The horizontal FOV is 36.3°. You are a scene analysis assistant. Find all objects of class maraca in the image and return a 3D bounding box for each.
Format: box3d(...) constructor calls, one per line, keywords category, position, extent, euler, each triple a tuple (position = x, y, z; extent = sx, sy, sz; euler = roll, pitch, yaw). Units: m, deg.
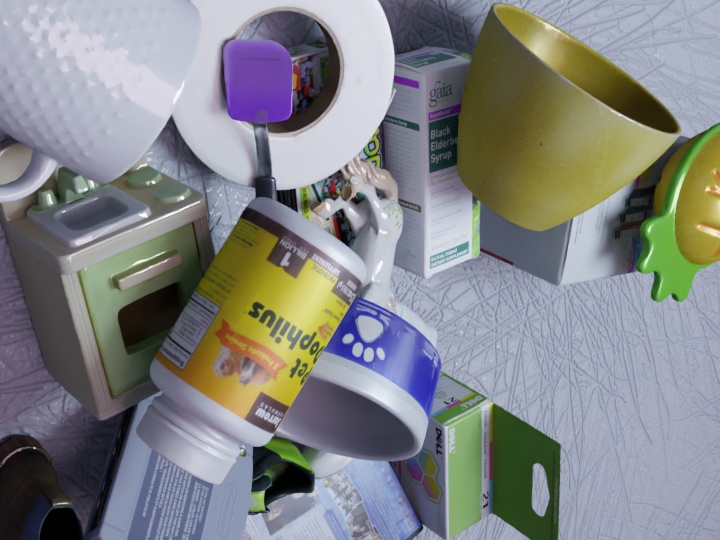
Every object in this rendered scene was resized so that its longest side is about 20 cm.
box3d(category="maraca", position=(0.345, -0.060, 1.111), extent=(0.201, 0.106, 0.138), euler=(-50, 125, -15))

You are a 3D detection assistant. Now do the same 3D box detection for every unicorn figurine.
box3d(category="unicorn figurine", position=(0.000, 0.000, 1.008), extent=(0.137, 0.073, 0.203), euler=(22, 89, -57))

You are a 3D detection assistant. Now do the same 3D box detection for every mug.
box3d(category="mug", position=(-0.233, -0.143, 0.752), extent=(0.174, 0.147, 0.202), euler=(30, 90, -33))

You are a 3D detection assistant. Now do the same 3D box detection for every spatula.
box3d(category="spatula", position=(-0.080, -0.090, 0.911), extent=(0.055, 0.021, 0.203), euler=(0, 119, 3))

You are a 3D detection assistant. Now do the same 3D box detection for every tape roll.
box3d(category="tape roll", position=(-0.067, -0.168, 0.915), extent=(0.199, 0.037, 0.207), euler=(-8, 116, -17))

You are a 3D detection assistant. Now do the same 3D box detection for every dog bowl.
box3d(category="dog bowl", position=(-0.030, 0.093, 0.980), extent=(0.200, 0.197, 0.080), euler=(44, 55, -42))

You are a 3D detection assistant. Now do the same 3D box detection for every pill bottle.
box3d(category="pill bottle", position=(-0.087, 0.055, 0.836), extent=(0.109, 0.109, 0.202), euler=(35, 84, -43))

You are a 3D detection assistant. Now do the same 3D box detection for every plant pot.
box3d(category="plant pot", position=(0.164, -0.123, 0.986), extent=(0.198, 0.201, 0.143), euler=(9, 123, -42))

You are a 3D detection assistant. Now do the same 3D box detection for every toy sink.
box3d(category="toy sink", position=(-0.192, -0.010, 0.864), extent=(0.129, 0.111, 0.203), euler=(-25, 122, -31))

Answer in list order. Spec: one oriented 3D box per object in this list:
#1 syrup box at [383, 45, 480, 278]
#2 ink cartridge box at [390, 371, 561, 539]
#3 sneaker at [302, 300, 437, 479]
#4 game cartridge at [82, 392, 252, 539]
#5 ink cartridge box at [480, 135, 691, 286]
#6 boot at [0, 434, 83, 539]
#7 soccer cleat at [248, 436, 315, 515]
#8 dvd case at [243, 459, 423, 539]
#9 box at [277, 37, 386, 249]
box3d(category="syrup box", position=(0.063, -0.107, 1.066), extent=(0.078, 0.081, 0.204), euler=(-21, 121, -37))
box3d(category="ink cartridge box", position=(0.115, 0.212, 1.159), extent=(0.075, 0.199, 0.151), euler=(-20, 120, -33))
box3d(category="sneaker", position=(-0.007, 0.116, 1.116), extent=(0.080, 0.070, 0.202), euler=(43, 75, -27))
box3d(category="game cartridge", position=(-0.156, 0.190, 0.934), extent=(0.132, 0.041, 0.202), euler=(31, 46, -23))
box3d(category="ink cartridge box", position=(0.239, -0.083, 1.184), extent=(0.197, 0.144, 0.148), euler=(-7, 112, -39))
box3d(category="boot", position=(-0.278, 0.249, 0.905), extent=(0.074, 0.096, 0.204), euler=(-5, 110, -38))
box3d(category="soccer cleat", position=(-0.131, 0.201, 1.024), extent=(0.197, 0.081, 0.069), euler=(-11, 114, -37))
box3d(category="dvd case", position=(-0.037, 0.270, 1.142), extent=(0.199, 0.017, 0.144), euler=(-34, 105, -26))
box3d(category="box", position=(-0.028, -0.110, 1.017), extent=(0.109, 0.034, 0.204), euler=(-23, 121, -33))
